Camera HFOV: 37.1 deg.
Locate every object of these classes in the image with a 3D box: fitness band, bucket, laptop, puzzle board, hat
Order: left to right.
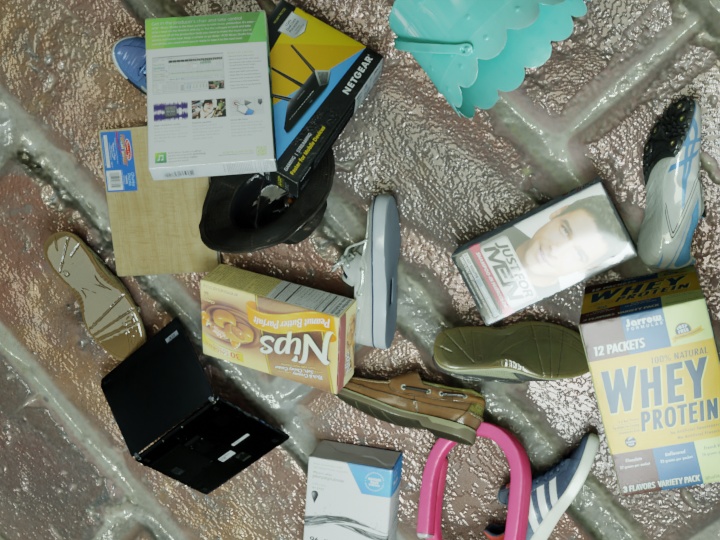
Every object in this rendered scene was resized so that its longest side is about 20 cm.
[{"bbox_3d":[-0.267,-0.094,1.430,0.151,0.017,0.200,-3,100,16],"label":"puzzle board"},{"bbox_3d":[-0.227,0.189,1.449,0.200,0.103,0.177,34,124,-30],"label":"laptop"},{"bbox_3d":[-0.103,-0.082,1.350,0.201,0.201,0.081,-25,138,17],"label":"hat"},{"bbox_3d":[0.143,0.291,1.351,0.144,0.037,0.200,-1,76,35],"label":"fitness band"},{"bbox_3d":[0.139,-0.283,1.196,0.207,0.207,0.135,-44,79,18],"label":"bucket"}]

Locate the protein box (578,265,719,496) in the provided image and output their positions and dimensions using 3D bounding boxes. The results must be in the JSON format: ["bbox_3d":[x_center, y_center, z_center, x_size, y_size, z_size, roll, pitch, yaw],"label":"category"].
[{"bbox_3d":[0.342,0.119,1.225,0.135,0.199,0.200,-13,97,16],"label":"protein box"}]

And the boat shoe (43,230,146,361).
[{"bbox_3d":[-0.353,0.031,1.460,0.073,0.063,0.200,-29,97,2],"label":"boat shoe"}]

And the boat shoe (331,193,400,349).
[{"bbox_3d":[0.001,-0.001,1.358,0.086,0.075,0.202,7,112,16],"label":"boat shoe"}]

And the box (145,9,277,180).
[{"bbox_3d":[-0.174,-0.205,1.241,0.144,0.036,0.200,-4,71,-2],"label":"box"}]

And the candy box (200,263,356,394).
[{"bbox_3d":[-0.106,0.073,1.375,0.200,0.055,0.116,14,122,19],"label":"candy box"}]

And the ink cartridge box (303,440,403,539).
[{"bbox_3d":[-0.012,0.338,1.427,0.116,0.068,0.200,7,103,13],"label":"ink cartridge box"}]

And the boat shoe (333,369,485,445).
[{"bbox_3d":[0.065,0.165,1.380,0.200,0.072,0.068,16,73,20],"label":"boat shoe"}]

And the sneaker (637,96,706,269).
[{"bbox_3d":[0.371,-0.100,1.250,0.072,0.072,0.200,4,97,-22],"label":"sneaker"}]

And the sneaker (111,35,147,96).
[{"bbox_3d":[-0.226,-0.237,1.350,0.200,0.077,0.076,31,88,2],"label":"sneaker"}]

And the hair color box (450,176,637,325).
[{"bbox_3d":[0.222,-0.023,1.299,0.200,0.061,0.099,-27,94,17],"label":"hair color box"}]

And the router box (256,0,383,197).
[{"bbox_3d":[-0.086,-0.208,1.290,0.149,0.051,0.200,30,72,7],"label":"router box"}]

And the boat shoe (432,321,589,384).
[{"bbox_3d":[0.187,0.105,1.333,0.201,0.066,0.072,2,72,-5],"label":"boat shoe"}]

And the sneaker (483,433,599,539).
[{"bbox_3d":[0.225,0.278,1.355,0.084,0.075,0.200,33,102,15],"label":"sneaker"}]
